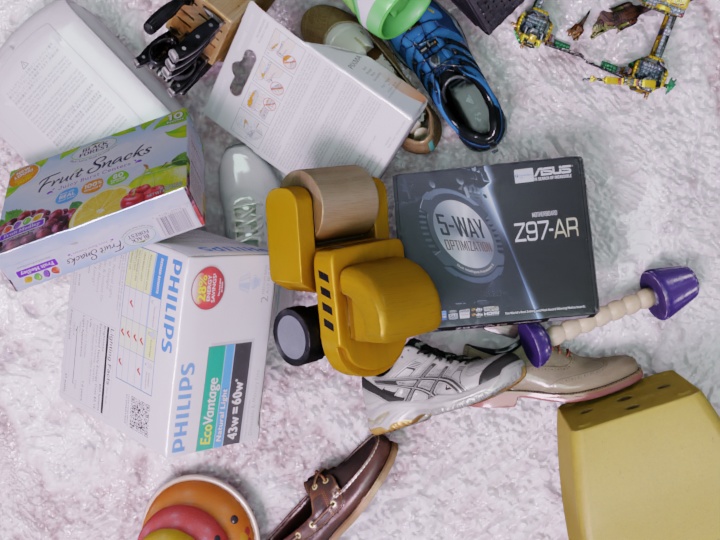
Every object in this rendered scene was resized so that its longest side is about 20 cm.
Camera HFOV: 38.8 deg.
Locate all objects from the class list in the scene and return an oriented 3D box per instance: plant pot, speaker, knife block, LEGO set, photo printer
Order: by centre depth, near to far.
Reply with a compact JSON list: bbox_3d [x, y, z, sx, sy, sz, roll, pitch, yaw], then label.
[{"bbox_3d":[-0.141,-0.268,1.018,0.064,0.176,0.201,38,98,-4],"label":"knife block"},{"bbox_3d":[-0.016,-0.327,1.024,0.088,0.088,0.201,-42,75,8],"label":"speaker"},{"bbox_3d":[0.252,-0.264,1.025,0.198,0.116,0.155,29,99,-1],"label":"LEGO set"},{"bbox_3d":[0.299,0.215,1.058,0.197,0.200,0.179,-18,92,5],"label":"plant pot"},{"bbox_3d":[-0.301,-0.174,1.093,0.200,0.069,0.166,44,99,-4],"label":"photo printer"}]

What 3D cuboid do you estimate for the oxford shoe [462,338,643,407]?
[{"bbox_3d":[0.205,0.102,1.107,0.196,0.070,0.076,-6,93,3],"label":"oxford shoe"}]

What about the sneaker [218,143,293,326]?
[{"bbox_3d":[-0.112,-0.036,1.100,0.069,0.080,0.204,-11,96,6],"label":"sneaker"}]

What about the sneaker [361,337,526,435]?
[{"bbox_3d":[0.079,0.110,1.084,0.198,0.075,0.089,-22,78,30],"label":"sneaker"}]

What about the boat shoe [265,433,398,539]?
[{"bbox_3d":[-0.036,0.259,1.141,0.070,0.070,0.201,34,99,-6],"label":"boat shoe"}]

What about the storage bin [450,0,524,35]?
[{"bbox_3d":[0.083,-0.341,0.983,0.094,0.135,0.201,-43,64,8],"label":"storage bin"}]

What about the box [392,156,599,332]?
[{"bbox_3d":[0.136,-0.025,1.047,0.196,0.044,0.164,-5,82,5],"label":"box"}]

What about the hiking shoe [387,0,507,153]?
[{"bbox_3d":[0.090,-0.213,1.057,0.074,0.087,0.201,-38,94,8],"label":"hiking shoe"}]

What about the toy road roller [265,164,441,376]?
[{"bbox_3d":[0.000,0.000,0.985,0.145,0.122,0.204,1,99,47],"label":"toy road roller"}]

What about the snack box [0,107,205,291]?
[{"bbox_3d":[-0.251,-0.072,1.000,0.197,0.143,0.053,-19,129,5],"label":"snack box"}]

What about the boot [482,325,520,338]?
[{"bbox_3d":[0.117,-0.020,1.101,0.197,0.070,0.149,17,93,-1],"label":"boot"}]

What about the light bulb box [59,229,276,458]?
[{"bbox_3d":[-0.198,0.059,1.047,0.198,0.124,0.202,17,103,41],"label":"light bulb box"}]

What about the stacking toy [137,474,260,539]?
[{"bbox_3d":[-0.198,0.318,1.089,0.143,0.200,0.149,2,100,11],"label":"stacking toy"}]

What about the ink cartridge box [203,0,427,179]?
[{"bbox_3d":[-0.050,-0.167,1.055,0.199,0.050,0.163,37,135,1],"label":"ink cartridge box"}]

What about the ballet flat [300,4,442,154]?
[{"bbox_3d":[0.013,-0.202,1.071,0.068,0.072,0.201,-39,94,4],"label":"ballet flat"}]

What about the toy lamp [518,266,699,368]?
[{"bbox_3d":[0.266,0.045,1.085,0.197,0.058,0.059,-20,97,-9],"label":"toy lamp"}]
